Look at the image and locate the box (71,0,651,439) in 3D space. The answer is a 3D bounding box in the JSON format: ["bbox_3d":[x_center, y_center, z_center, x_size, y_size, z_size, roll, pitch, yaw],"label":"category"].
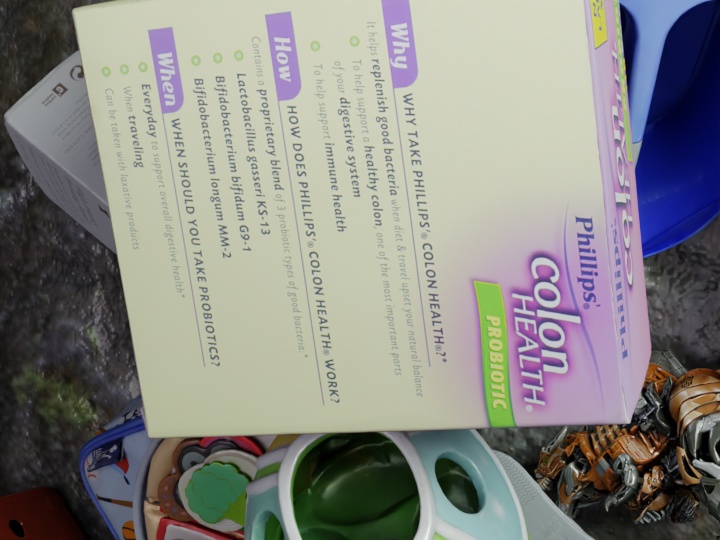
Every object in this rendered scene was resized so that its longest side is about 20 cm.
[{"bbox_3d":[0.007,-0.034,0.566,0.198,0.097,0.177,-4,104,19],"label":"box"}]

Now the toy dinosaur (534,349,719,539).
[{"bbox_3d":[0.183,0.098,0.735,0.200,0.102,0.137,-40,59,49],"label":"toy dinosaur"}]

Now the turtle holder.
[{"bbox_3d":[0.012,0.110,0.674,0.140,0.132,0.187,2,64,15],"label":"turtle holder"}]

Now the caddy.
[{"bbox_3d":[0.114,-0.078,0.659,0.140,0.106,0.201,1,143,-4],"label":"caddy"}]

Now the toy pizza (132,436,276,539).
[{"bbox_3d":[-0.042,0.160,0.792,0.199,0.032,0.202,7,114,17],"label":"toy pizza"}]

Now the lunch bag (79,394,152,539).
[{"bbox_3d":[-0.076,0.152,0.866,0.160,0.076,0.201,-21,104,38],"label":"lunch bag"}]

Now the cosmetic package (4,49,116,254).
[{"bbox_3d":[-0.118,-0.037,0.868,0.200,0.102,0.074,39,74,22],"label":"cosmetic package"}]

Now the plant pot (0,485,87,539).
[{"bbox_3d":[-0.270,0.259,0.961,0.176,0.200,0.201,-38,77,16],"label":"plant pot"}]

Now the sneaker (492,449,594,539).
[{"bbox_3d":[0.110,0.175,0.740,0.073,0.071,0.200,-31,41,-3],"label":"sneaker"}]
